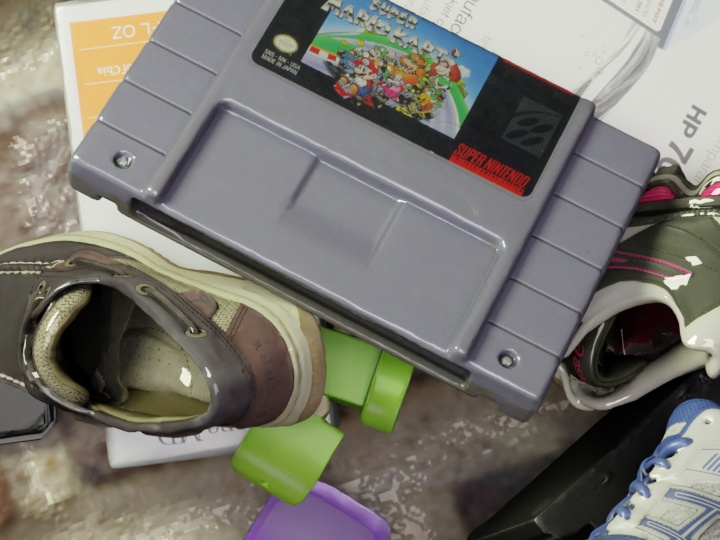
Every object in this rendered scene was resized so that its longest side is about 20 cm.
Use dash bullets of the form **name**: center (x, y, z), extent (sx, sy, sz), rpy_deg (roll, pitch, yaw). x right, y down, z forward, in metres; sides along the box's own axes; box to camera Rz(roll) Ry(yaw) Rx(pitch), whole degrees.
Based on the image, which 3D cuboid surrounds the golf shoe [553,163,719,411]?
- **golf shoe**: center (0.084, 0.014, 0.891), extent (0.077, 0.200, 0.088), rpy_deg (50, 48, -24)

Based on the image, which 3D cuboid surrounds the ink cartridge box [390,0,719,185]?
- **ink cartridge box**: center (0.119, -0.104, 0.938), extent (0.200, 0.086, 0.147), rpy_deg (30, 91, 2)

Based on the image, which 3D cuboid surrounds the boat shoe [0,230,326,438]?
- **boat shoe**: center (-0.105, 0.026, 0.860), extent (0.200, 0.065, 0.072), rpy_deg (12, 102, 39)

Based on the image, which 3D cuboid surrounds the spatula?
- **spatula**: center (-0.060, 0.184, 0.966), extent (0.056, 0.021, 0.200), rpy_deg (33, 90, -1)

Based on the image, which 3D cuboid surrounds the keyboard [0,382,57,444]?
- **keyboard**: center (-0.240, 0.022, 0.968), extent (0.199, 0.021, 0.128), rpy_deg (-5, 96, -1)

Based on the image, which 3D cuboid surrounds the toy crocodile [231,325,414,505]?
- **toy crocodile**: center (0.000, 0.000, 0.883), extent (0.067, 0.062, 0.201), rpy_deg (17, 85, 2)

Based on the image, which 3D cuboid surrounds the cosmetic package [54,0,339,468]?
- **cosmetic package**: center (-0.071, -0.020, 0.943), extent (0.101, 0.071, 0.201), rpy_deg (-8, 90, 0)

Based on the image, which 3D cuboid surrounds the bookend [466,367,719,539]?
- **bookend**: center (0.187, 0.124, 0.901), extent (0.199, 0.092, 0.200), rpy_deg (-40, 90, -22)

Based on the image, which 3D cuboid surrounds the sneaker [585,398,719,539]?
- **sneaker**: center (0.118, 0.098, 0.806), extent (0.199, 0.075, 0.088), rpy_deg (-13, 74, -27)

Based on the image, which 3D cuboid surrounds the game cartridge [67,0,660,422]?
- **game cartridge**: center (0.004, -0.042, 0.832), extent (0.199, 0.038, 0.130), rpy_deg (27, 67, 4)
